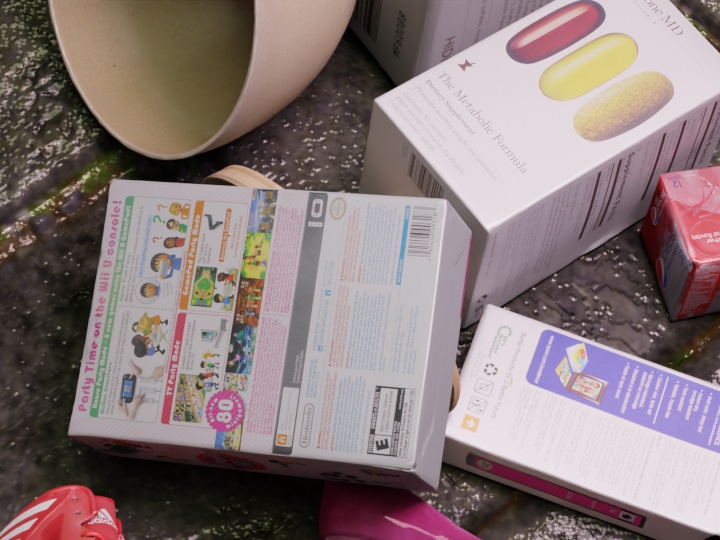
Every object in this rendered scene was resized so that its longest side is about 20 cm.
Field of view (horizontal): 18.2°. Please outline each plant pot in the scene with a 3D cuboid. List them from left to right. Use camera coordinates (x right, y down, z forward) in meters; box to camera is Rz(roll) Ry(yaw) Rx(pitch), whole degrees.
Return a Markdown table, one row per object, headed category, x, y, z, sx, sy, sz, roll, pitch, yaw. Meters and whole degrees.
| category | x | y | z | sx | sy | sz | roll | pitch | yaw |
| --- | --- | --- | --- | --- | --- | --- | --- | --- | --- |
| plant pot | -0.080 | -0.177 | 1.362 | 0.134 | 0.201 | 0.201 | -15 | 58 | -42 |

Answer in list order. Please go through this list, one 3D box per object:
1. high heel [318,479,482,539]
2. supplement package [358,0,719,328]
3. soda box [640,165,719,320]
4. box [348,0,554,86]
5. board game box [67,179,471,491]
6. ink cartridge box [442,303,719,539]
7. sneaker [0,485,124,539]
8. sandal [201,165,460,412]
| category | x | y | z | sx | sy | sz | roll | pitch | yaw |
| --- | --- | --- | --- | --- | --- | --- | --- | --- | --- |
| high heel | 0.076 | 0.147 | 1.234 | 0.198 | 0.067 | 0.097 | -1 | 68 | 8 |
| supplement package | 0.112 | -0.078 | 1.352 | 0.199 | 0.110 | 0.114 | -31 | 66 | -23 |
| soda box | 0.276 | -0.028 | 1.368 | 0.198 | 0.064 | 0.070 | -9 | 59 | -12 |
| box | 0.057 | -0.259 | 1.407 | 0.170 | 0.201 | 0.199 | -26 | 63 | -23 |
| board game box | -0.049 | 0.034 | 1.231 | 0.198 | 0.064 | 0.149 | 5 | 77 | 17 |
| ink cartridge box | 0.149 | 0.095 | 1.292 | 0.198 | 0.037 | 0.095 | 18 | 57 | 8 |
| sneaker | -0.129 | 0.155 | 1.160 | 0.198 | 0.079 | 0.116 | -7 | 47 | 27 |
| sandal | 0.001 | -0.004 | 1.317 | 0.211 | 0.078 | 0.069 | 38 | 47 | 26 |
